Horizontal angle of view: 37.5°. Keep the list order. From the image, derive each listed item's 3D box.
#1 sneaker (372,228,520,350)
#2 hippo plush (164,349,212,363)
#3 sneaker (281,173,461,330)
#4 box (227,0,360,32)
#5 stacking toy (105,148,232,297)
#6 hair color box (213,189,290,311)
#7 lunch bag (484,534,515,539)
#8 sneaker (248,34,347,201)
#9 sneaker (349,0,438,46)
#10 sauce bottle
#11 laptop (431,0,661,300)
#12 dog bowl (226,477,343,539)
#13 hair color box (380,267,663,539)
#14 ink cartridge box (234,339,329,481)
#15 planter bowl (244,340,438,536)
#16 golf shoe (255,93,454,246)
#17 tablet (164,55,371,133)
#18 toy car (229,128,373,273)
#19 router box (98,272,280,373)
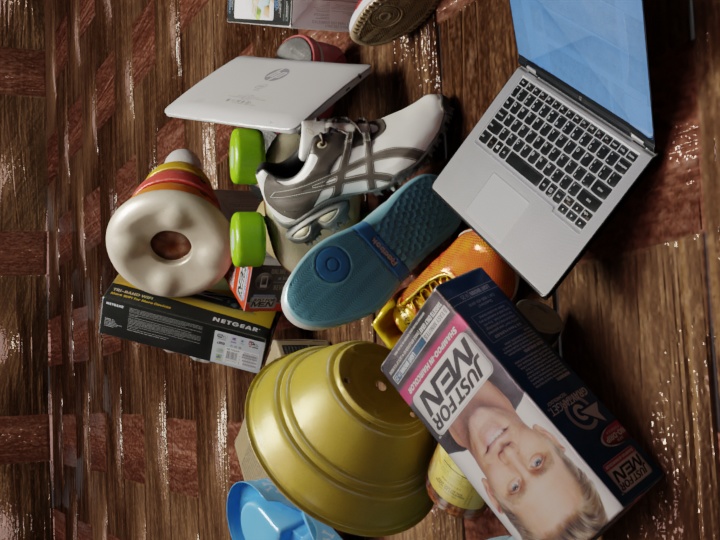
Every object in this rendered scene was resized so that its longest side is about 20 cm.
[{"bbox_3d":[0.073,0.027,0.907,0.073,0.077,0.200,52,150,7],"label":"sneaker"},{"bbox_3d":[-0.202,0.009,1.464,0.160,0.159,0.202,-32,73,25],"label":"hippo plush"},{"bbox_3d":[0.000,0.000,0.977,0.080,0.199,0.131,54,156,3],"label":"sneaker"},{"bbox_3d":[-0.061,-0.295,1.157,0.199,0.115,0.061,28,117,59],"label":"box"},{"bbox_3d":[-0.217,-0.082,1.249,0.202,0.144,0.148,-96,22,-49],"label":"stacking toy"},{"bbox_3d":[-0.116,-0.027,1.272,0.200,0.109,0.065,50,133,53],"label":"hair color box"},{"bbox_3d":[0.107,0.304,0.820,0.201,0.081,0.163,112,146,-55],"label":"lunch bag"},{"bbox_3d":[-0.066,-0.165,1.199,0.074,0.086,0.202,41,121,31],"label":"sneaker"},{"bbox_3d":[0.040,-0.310,0.995,0.200,0.070,0.114,-45,54,46],"label":"sneaker"},{"bbox_3d":[0.110,0.114,0.864,0.066,0.065,0.202,59,138,46],"label":"sauce bottle"},{"bbox_3d":[0.118,-0.124,0.774,0.201,0.115,0.188,-53,36,10],"label":"laptop"},{"bbox_3d":[-0.067,0.298,1.117,0.200,0.049,0.113,41,131,36],"label":"dog bowl"},{"bbox_3d":[0.111,0.108,0.772,0.201,0.060,0.101,50,132,20],"label":"hair color box"},{"bbox_3d":[-0.074,0.206,1.228,0.202,0.074,0.166,114,147,-41],"label":"ink cartridge box"},{"bbox_3d":[0.003,0.125,0.940,0.084,0.198,0.202,-56,41,35],"label":"planter bowl"},{"bbox_3d":[-0.007,-0.111,0.976,0.199,0.095,0.078,-37,25,7],"label":"golf shoe"},{"bbox_3d":[-0.097,-0.186,1.089,0.198,0.130,0.014,14,135,39],"label":"tablet"},{"bbox_3d":[-0.066,-0.070,1.139,0.200,0.161,0.161,175,94,-76],"label":"toy car"},{"bbox_3d":[-0.196,0.040,1.284,0.158,0.196,0.053,-77,1,-62],"label":"router box"}]
